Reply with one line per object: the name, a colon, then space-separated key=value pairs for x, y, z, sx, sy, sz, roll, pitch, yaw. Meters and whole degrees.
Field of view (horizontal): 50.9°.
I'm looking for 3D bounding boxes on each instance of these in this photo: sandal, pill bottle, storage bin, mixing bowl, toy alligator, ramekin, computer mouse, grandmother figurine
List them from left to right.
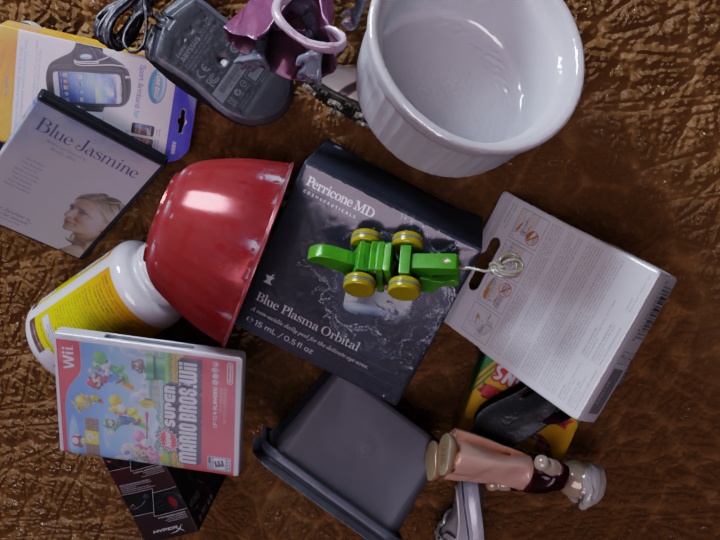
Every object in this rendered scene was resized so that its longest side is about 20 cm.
pill bottle: x=-0.280 y=0.039 z=0.875 sx=0.199 sy=0.109 sz=0.110 roll=-31 pitch=103 yaw=19
computer mouse: x=-0.155 y=-0.226 z=0.778 sx=0.200 sy=0.053 sz=0.139 roll=39 pitch=82 yaw=-8
mixing bowl: x=-0.152 y=-0.034 z=0.768 sx=0.108 sy=0.200 sz=0.201 roll=20 pitch=113 yaw=-8
storage bin: x=-0.006 y=0.208 z=0.887 sx=0.200 sy=0.146 sz=0.135 roll=38 pitch=85 yaw=-5
toy alligator: x=0.050 y=0.002 z=0.711 sx=0.198 sy=0.060 sz=0.054 roll=4 pitch=152 yaw=6
ramekin: x=0.091 y=-0.183 z=0.686 sx=0.199 sy=0.098 sz=0.202 roll=4 pitch=76 yaw=-15
grandmother figurine: x=0.177 y=0.217 z=0.820 sx=0.198 sy=0.121 sz=0.061 roll=13 pitch=72 yaw=-13
sandal: x=0.207 y=0.134 z=0.802 sx=0.075 sy=0.048 sz=0.200 roll=44 pitch=111 yaw=-8

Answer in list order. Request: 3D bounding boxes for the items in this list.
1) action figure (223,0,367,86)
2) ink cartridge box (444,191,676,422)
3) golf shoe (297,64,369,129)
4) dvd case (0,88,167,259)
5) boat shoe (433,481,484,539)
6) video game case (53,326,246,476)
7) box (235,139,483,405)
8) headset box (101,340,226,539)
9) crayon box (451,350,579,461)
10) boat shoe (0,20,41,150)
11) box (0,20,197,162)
action figure: x=-0.051 y=-0.278 z=0.695 sx=0.133 sy=0.149 sz=0.201 roll=23 pitch=81 yaw=-9
ink cartridge box: x=0.191 y=0.032 z=0.772 sx=0.050 sy=0.200 sz=0.163 roll=15 pitch=106 yaw=-44
golf shoe: x=0.029 y=-0.183 z=0.767 sx=0.199 sy=0.077 sz=0.089 roll=21 pitch=93 yaw=-3
dvd case: x=-0.322 y=-0.095 z=0.824 sx=0.142 sy=0.018 sz=0.200 roll=28 pitch=130 yaw=-32
boat shoe: x=0.120 y=0.339 z=0.935 sx=0.066 sy=0.074 sz=0.202 roll=-2 pitch=111 yaw=8
video game case: x=-0.220 y=0.139 z=0.793 sx=0.198 sy=0.017 sz=0.144 roll=7 pitch=111 yaw=5
box: x=0.000 y=0.000 z=0.807 sx=0.196 sy=0.118 sz=0.201 roll=26 pitch=111 yaw=0
headset box: x=-0.239 y=0.191 z=0.903 sx=0.074 sy=0.149 sz=0.201 roll=-16 pitch=106 yaw=14
crayon box: x=0.185 y=0.153 z=0.867 sx=0.126 sy=0.051 sz=0.201 roll=16 pitch=113 yaw=3
boat shoe: x=-0.409 y=-0.183 z=0.839 sx=0.072 sy=0.063 sz=0.201 roll=32 pitch=112 yaw=-2
box: x=-0.278 y=-0.181 z=0.804 sx=0.198 sy=0.042 sz=0.120 roll=9 pitch=113 yaw=-18
